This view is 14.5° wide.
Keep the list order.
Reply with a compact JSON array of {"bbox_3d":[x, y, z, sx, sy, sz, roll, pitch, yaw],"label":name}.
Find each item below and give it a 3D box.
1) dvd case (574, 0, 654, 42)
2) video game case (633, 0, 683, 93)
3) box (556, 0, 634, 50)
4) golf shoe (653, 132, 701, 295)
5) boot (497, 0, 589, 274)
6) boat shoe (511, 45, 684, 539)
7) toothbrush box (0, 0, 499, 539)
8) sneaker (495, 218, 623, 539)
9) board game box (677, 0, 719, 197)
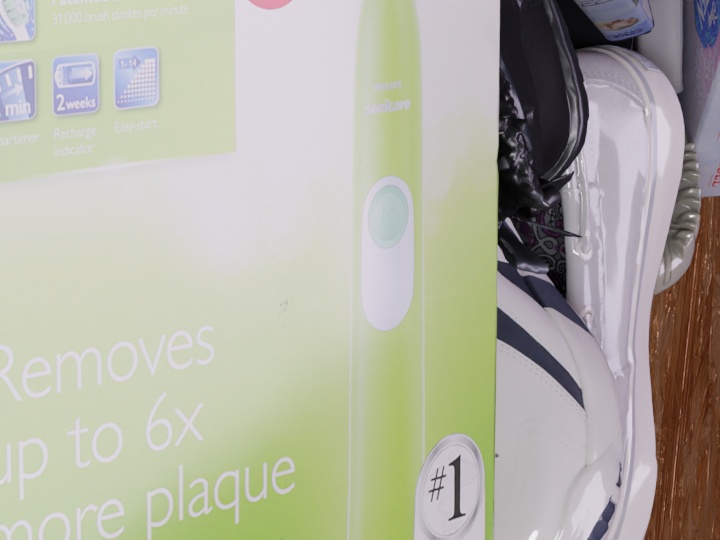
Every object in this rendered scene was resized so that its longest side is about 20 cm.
[{"bbox_3d":[0.045,-0.144,0.761,0.200,0.018,0.143,17,59,-77],"label":"dvd case"},{"bbox_3d":[0.093,-0.181,0.967,0.143,0.018,0.200,-95,180,-54],"label":"video game case"},{"bbox_3d":[0.048,-0.164,0.974,0.141,0.079,0.200,80,4,-65],"label":"box"},{"bbox_3d":[0.073,-0.029,1.055,0.200,0.078,0.097,-125,-162,-53],"label":"golf shoe"},{"bbox_3d":[-0.002,-0.090,0.694,0.198,0.073,0.162,67,14,-2],"label":"boot"},{"bbox_3d":[0.059,0.026,0.928,0.068,0.072,0.200,-5,112,-44],"label":"boat shoe"},{"bbox_3d":[-0.049,-0.027,0.542,0.146,0.086,0.200,-10,103,-47],"label":"toothbrush box"},{"bbox_3d":[0.000,0.000,0.836,0.130,0.079,0.199,14,59,-46],"label":"sneaker"},{"bbox_3d":[0.126,-0.149,0.997,0.200,0.041,0.200,86,-3,-73],"label":"board game box"}]
